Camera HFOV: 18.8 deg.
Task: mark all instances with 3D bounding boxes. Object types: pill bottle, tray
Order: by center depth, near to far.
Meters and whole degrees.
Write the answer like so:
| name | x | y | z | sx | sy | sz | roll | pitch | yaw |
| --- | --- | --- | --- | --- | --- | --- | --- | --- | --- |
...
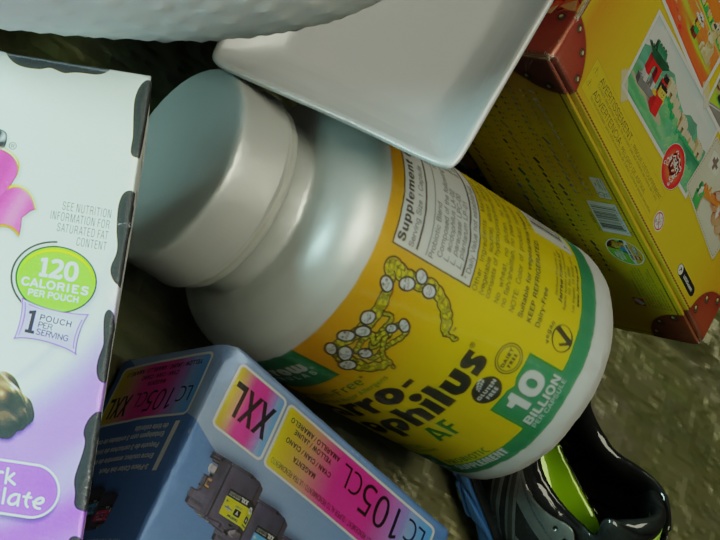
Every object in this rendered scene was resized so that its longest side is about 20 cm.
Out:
| name | x | y | z | sx | sy | sz | roll | pitch | yaw |
| --- | --- | --- | --- | --- | --- | --- | --- | --- | --- |
| tray | 0.035 | -0.133 | 0.864 | 0.107 | 0.022 | 0.200 | 25 | 67 | 14 |
| pill bottle | 0.000 | 0.000 | 0.891 | 0.200 | 0.113 | 0.113 | 30 | 62 | -34 |

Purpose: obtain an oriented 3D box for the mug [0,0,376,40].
| name | x | y | z | sx | sy | sz | roll | pitch | yaw |
| --- | --- | --- | --- | --- | --- | --- | --- | --- | --- |
| mug | -0.067 | -0.166 | 0.744 | 0.175 | 0.148 | 0.200 | 3 | 36 | -27 |

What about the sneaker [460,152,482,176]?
| name | x | y | z | sx | sy | sz | roll | pitch | yaw |
| --- | --- | --- | --- | --- | --- | --- | --- | --- | --- |
| sneaker | 0.057 | -0.109 | 0.991 | 0.200 | 0.077 | 0.079 | 40 | 55 | -30 |

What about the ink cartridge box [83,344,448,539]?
| name | x | y | z | sx | sy | sz | roll | pitch | yaw |
| --- | --- | --- | --- | --- | --- | --- | --- | --- | --- |
| ink cartridge box | -0.065 | 0.149 | 0.827 | 0.136 | 0.076 | 0.201 | 42 | 58 | -27 |

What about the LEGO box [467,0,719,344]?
| name | x | y | z | sx | sy | sz | roll | pitch | yaw |
| --- | --- | --- | --- | --- | --- | --- | --- | --- | --- |
| LEGO box | 0.118 | -0.088 | 0.955 | 0.149 | 0.077 | 0.200 | -59 | 139 | -24 |

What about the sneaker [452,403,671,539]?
| name | x | y | z | sx | sy | sz | roll | pitch | yaw |
| --- | --- | --- | --- | --- | --- | --- | --- | --- | --- |
| sneaker | 0.104 | 0.136 | 0.973 | 0.071 | 0.083 | 0.200 | -28 | 99 | -41 |

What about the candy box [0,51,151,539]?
| name | x | y | z | sx | sy | sz | roll | pitch | yaw |
| --- | --- | --- | --- | --- | --- | --- | --- | --- | --- |
| candy box | -0.165 | 0.024 | 0.717 | 0.167 | 0.072 | 0.201 | 9 | 71 | -6 |
